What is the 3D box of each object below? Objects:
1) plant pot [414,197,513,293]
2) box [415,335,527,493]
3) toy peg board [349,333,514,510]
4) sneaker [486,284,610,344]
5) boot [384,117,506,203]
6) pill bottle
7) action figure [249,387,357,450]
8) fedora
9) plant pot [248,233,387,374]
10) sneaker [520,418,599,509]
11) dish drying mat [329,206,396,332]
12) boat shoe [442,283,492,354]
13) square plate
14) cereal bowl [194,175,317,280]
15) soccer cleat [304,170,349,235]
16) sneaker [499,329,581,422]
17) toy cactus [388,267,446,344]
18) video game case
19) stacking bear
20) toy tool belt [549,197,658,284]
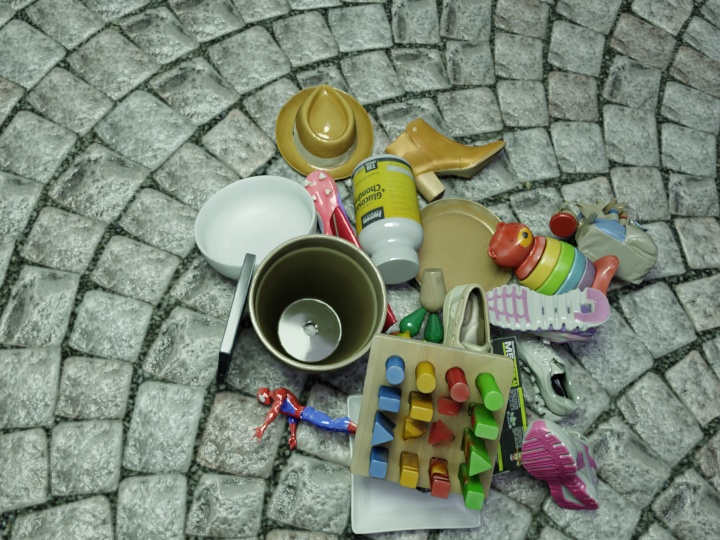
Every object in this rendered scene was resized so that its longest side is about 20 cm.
[{"bbox_3d":[0.172,-0.031,1.141,0.197,0.028,0.203,2,68,-6],"label":"plant pot"},{"bbox_3d":[0.156,0.210,0.975,0.190,0.047,0.203,-7,87,-21],"label":"box"},{"bbox_3d":[0.095,0.207,0.861,0.196,0.098,0.203,10,98,1],"label":"toy peg board"},{"bbox_3d":[0.287,0.078,1.027,0.197,0.089,0.081,2,56,14],"label":"sneaker"},{"bbox_3d":[0.155,-0.229,1.191,0.200,0.071,0.145,-33,79,-13],"label":"boot"},{"bbox_3d":[0.046,-0.085,1.087,0.110,0.112,0.202,-2,60,-8],"label":"pill bottle"},{"bbox_3d":[-0.082,0.243,0.972,0.198,0.065,0.100,24,72,18],"label":"action figure"},{"bbox_3d":[-0.062,-0.265,1.172,0.197,0.082,0.203,3,68,-7],"label":"fedora"},{"bbox_3d":[-0.072,0.071,0.988,0.197,0.174,0.203,4,69,-9],"label":"plant pot"},{"bbox_3d":[0.302,0.278,0.981,0.080,0.201,0.089,-10,41,33],"label":"sneaker"},{"bbox_3d":[0.000,0.000,1.021,0.018,0.077,0.202,-21,79,-18],"label":"dish drying mat"},{"bbox_3d":[0.154,0.120,0.926,0.071,0.065,0.203,5,81,-17],"label":"boat shoe"},{"bbox_3d":[0.078,0.293,1.001,0.195,0.029,0.203,0,69,-8],"label":"square plate"},{"bbox_3d":[-0.164,-0.058,1.062,0.197,0.084,0.202,-4,50,5],"label":"cereal bowl"},{"bbox_3d":[-0.044,-0.076,1.114,0.066,0.076,0.203,-20,87,12],"label":"soccer cleat"},{"bbox_3d":[0.296,0.145,1.060,0.074,0.081,0.202,-23,72,-13],"label":"sneaker"},{"bbox_3d":[0.117,0.083,1.032,0.197,0.102,0.168,-7,104,-18],"label":"toy cactus"},{"bbox_3d":[-0.186,0.076,0.959,0.019,0.200,0.145,14,67,-7],"label":"video game case"},{"bbox_3d":[0.308,-0.010,1.090,0.198,0.114,0.122,30,68,-4],"label":"stacking bear"},{"bbox_3d":[0.428,-0.068,1.154,0.198,0.126,0.123,28,36,1],"label":"toy tool belt"}]
